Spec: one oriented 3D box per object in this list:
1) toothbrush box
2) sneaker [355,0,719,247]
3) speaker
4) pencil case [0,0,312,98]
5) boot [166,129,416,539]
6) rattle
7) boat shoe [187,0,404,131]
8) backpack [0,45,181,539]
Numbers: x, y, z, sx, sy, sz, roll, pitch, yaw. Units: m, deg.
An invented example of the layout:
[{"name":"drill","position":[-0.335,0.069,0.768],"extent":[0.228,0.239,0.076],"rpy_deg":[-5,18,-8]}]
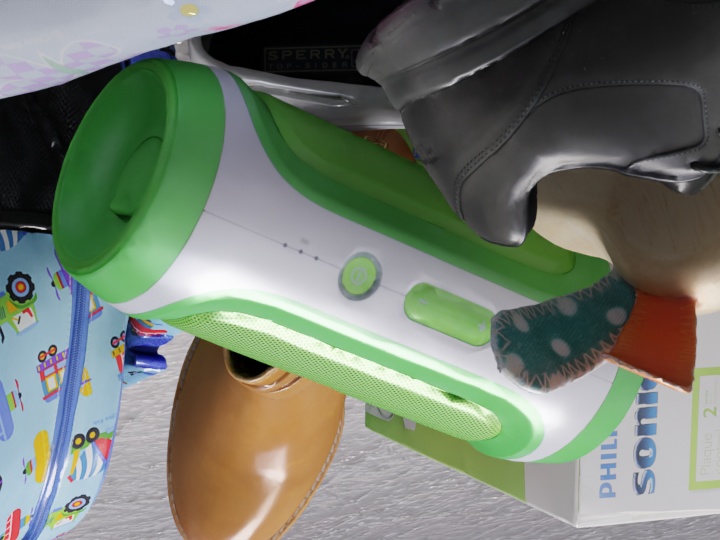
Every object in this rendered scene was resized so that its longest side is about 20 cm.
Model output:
[{"name":"toothbrush box","position":[0.078,0.010,1.016],"extent":[0.086,0.147,0.200],"rpy_deg":[-2,-172,-22]},{"name":"sneaker","position":[0.102,-0.074,0.726],"extent":[0.199,0.091,0.076],"rpy_deg":[-25,-177,17]},{"name":"speaker","position":[0.000,0.000,0.832],"extent":[0.199,0.089,0.088],"rpy_deg":[23,151,-31]},{"name":"pencil case","position":[-0.061,-0.105,0.739],"extent":[0.199,0.084,0.091],"rpy_deg":[-14,179,22]},{"name":"boot","position":[-0.030,0.036,0.971],"extent":[0.076,0.201,0.155],"rpy_deg":[29,-172,-1]},{"name":"rattle","position":[0.109,-0.004,0.818],"extent":[0.129,0.201,0.143],"rpy_deg":[-2,141,6]},{"name":"boat shoe","position":[0.036,-0.084,0.897],"extent":[0.199,0.074,0.065],"rpy_deg":[-11,170,5]},{"name":"backpack","position":[-0.142,0.019,0.940],"extent":[0.134,0.201,0.182],"rpy_deg":[0,163,-31]}]
